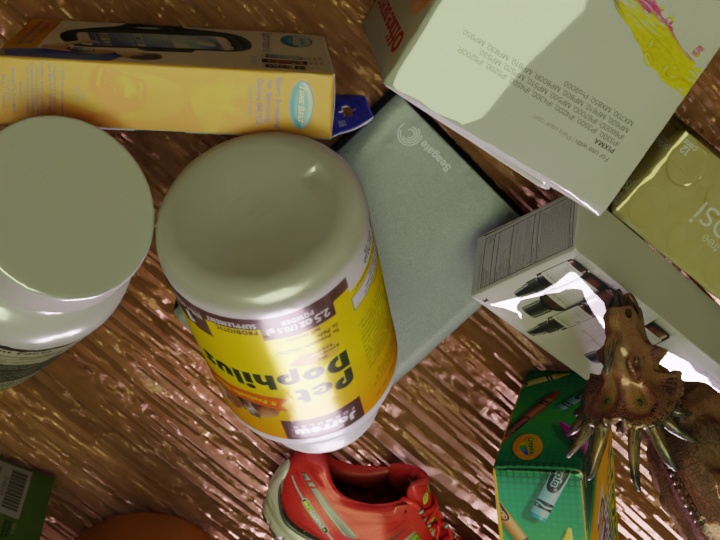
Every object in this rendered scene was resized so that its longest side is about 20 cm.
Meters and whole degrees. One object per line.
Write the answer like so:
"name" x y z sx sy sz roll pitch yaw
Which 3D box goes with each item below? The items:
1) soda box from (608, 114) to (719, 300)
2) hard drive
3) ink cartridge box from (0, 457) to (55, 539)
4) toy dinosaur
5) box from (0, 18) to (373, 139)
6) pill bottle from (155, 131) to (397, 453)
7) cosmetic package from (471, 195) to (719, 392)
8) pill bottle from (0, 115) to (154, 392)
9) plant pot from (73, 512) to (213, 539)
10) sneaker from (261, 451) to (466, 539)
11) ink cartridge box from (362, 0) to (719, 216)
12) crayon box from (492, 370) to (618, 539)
"soda box" 0.241 -0.016 0.802 0.199 0.064 0.068 36 107 -18
"hard drive" 0.000 0.000 0.807 0.200 0.033 0.139 -43 110 13
"ink cartridge box" -0.279 0.236 0.824 0.075 0.148 0.201 24 110 -14
"toy dinosaur" 0.188 0.113 0.721 0.086 0.135 0.200 -43 73 21
"box" -0.093 -0.108 0.705 0.198 0.119 0.042 0 110 -5
"pill bottle" -0.038 0.024 0.703 0.108 0.110 0.200 -13 146 1
"cosmetic package" 0.165 0.034 0.787 0.200 0.051 0.082 34 140 -29
"pill bottle" -0.191 -0.004 0.693 0.116 0.117 0.200 34 150 -17
"plant pot" -0.143 0.260 0.822 0.198 0.184 0.202 -4 116 -7
"sneaker" 0.033 0.176 0.861 0.199 0.077 0.085 25 110 -15
"ink cartridge box" 0.113 -0.163 0.683 0.144 0.146 0.201 28 108 -15
"crayon box" 0.134 0.182 0.844 0.058 0.119 0.201 0 115 19
